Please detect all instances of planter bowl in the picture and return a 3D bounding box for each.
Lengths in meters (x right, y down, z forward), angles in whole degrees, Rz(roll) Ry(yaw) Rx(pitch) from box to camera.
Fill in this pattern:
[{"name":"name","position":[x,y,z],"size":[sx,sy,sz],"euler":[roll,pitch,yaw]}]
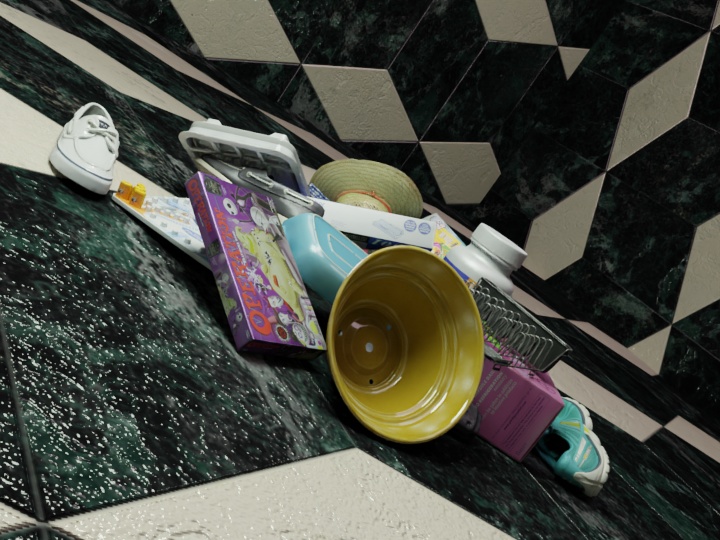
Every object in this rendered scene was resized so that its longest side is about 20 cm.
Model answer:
[{"name":"planter bowl","position":[0.029,0.079,0.879],"size":[0.200,0.201,0.083],"euler":[29,-23,-27]}]

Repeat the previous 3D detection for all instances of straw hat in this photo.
[{"name":"straw hat","position":[0.001,-0.087,1.398],"size":[0.201,0.201,0.085],"euler":[31,43,-19]}]

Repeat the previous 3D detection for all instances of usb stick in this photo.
[{"name":"usb stick","position":[0.054,0.128,0.978],"size":[0.200,0.033,0.055],"euler":[35,22,-4]}]

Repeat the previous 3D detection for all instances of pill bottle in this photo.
[{"name":"pill bottle","position":[0.152,0.035,1.219],"size":[0.112,0.200,0.112],"euler":[33,12,-8]}]

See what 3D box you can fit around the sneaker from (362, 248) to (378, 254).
[{"name":"sneaker","position":[0.000,0.000,1.165],"size":[0.200,0.077,0.084],"euler":[16,2,20]}]

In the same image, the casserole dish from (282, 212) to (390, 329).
[{"name":"casserole dish","position":[-0.018,0.002,1.002],"size":[0.200,0.039,0.121],"euler":[40,23,-34]}]

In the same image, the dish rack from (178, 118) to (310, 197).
[{"name":"dish rack","position":[-0.155,-0.151,1.197],"size":[0.171,0.044,0.200],"euler":[13,-20,10]}]

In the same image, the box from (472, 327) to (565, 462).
[{"name":"box","position":[0.144,0.126,1.091],"size":[0.200,0.097,0.176],"euler":[33,12,-4]}]

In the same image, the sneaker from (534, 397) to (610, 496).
[{"name":"sneaker","position":[0.270,0.222,1.127],"size":[0.080,0.078,0.200],"euler":[23,14,-12]}]

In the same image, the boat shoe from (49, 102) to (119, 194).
[{"name":"boat shoe","position":[-0.319,-0.152,0.982],"size":[0.074,0.065,0.200],"euler":[28,13,-33]}]

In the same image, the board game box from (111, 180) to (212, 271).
[{"name":"board game box","position":[-0.160,-0.049,1.003],"size":[0.200,0.026,0.200],"euler":[33,17,25]}]

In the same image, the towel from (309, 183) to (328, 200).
[{"name":"towel","position":[-0.011,-0.043,1.346],"size":[0.200,0.024,0.145],"euler":[40,-22,23]}]

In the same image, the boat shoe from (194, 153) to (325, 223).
[{"name":"boat shoe","position":[-0.136,-0.107,1.134],"size":[0.200,0.063,0.073],"euler":[34,-17,17]}]

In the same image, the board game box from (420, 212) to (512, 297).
[{"name":"board game box","position":[0.131,0.008,1.387],"size":[0.151,0.047,0.200],"euler":[-25,66,-38]}]

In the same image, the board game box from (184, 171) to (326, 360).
[{"name":"board game box","position":[-0.109,-0.004,0.875],"size":[0.120,0.032,0.200],"euler":[11,50,-51]}]

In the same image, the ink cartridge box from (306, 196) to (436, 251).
[{"name":"ink cartridge box","position":[0.001,-0.055,1.200],"size":[0.200,0.044,0.094],"euler":[11,-17,-5]}]

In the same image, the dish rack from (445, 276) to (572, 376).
[{"name":"dish rack","position":[0.157,0.062,1.009],"size":[0.153,0.055,0.200],"euler":[41,13,31]}]
